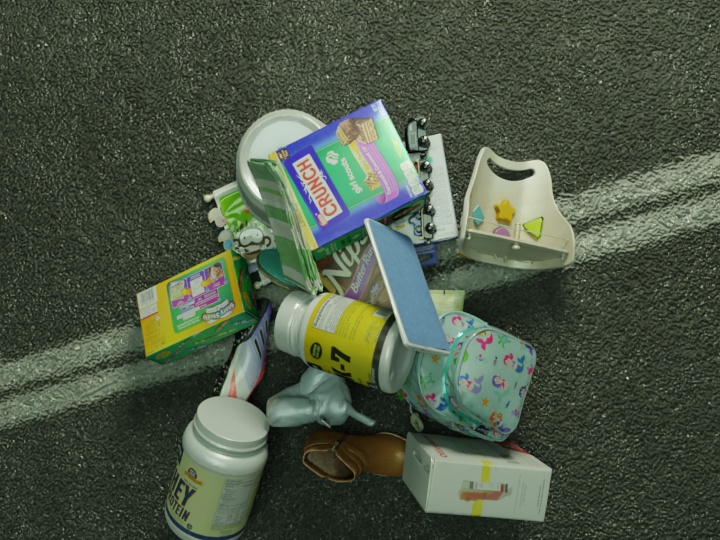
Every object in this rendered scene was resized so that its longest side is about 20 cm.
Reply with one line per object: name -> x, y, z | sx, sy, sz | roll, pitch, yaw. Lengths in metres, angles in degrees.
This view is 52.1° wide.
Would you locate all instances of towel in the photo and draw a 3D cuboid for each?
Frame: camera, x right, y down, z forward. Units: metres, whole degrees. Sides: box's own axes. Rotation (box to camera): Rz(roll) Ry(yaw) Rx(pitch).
towel -> -0.119, -0.069, 1.118 | 0.023, 0.152, 0.205 | -23, 107, -18

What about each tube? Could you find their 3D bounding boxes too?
tube -> 0.141, 0.135, 1.241 | 0.051, 0.057, 0.206 | -4, 86, 41

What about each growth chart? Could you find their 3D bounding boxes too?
growth chart -> -0.180, -0.072, 1.289 | 0.143, 0.018, 0.203 | -30, 85, 4

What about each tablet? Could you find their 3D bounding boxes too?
tablet -> 0.067, 0.025, 1.071 | 0.013, 0.129, 0.204 | -30, 63, 26

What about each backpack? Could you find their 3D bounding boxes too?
backpack -> 0.165, 0.159, 1.150 | 0.196, 0.150, 0.181 | 26, 75, -12

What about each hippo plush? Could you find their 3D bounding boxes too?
hippo plush -> -0.078, 0.168, 1.200 | 0.155, 0.200, 0.166 | 1, 81, -15

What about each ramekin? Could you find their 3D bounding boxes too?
ramekin -> -0.120, -0.173, 1.235 | 0.196, 0.094, 0.209 | 0, 84, 2

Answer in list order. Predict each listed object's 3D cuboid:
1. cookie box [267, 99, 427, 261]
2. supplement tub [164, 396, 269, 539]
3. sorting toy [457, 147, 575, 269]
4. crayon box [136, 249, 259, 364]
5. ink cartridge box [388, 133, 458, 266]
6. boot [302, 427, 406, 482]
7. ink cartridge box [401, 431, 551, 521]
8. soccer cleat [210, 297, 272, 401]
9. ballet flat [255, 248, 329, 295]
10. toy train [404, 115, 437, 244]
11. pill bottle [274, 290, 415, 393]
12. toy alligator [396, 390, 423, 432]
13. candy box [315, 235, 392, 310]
cookie box -> -0.020, -0.137, 1.135 | 0.196, 0.075, 0.174 | -26, 76, -2
supplement tub -> -0.232, 0.327, 1.207 | 0.142, 0.145, 0.205 | 20, 108, 6
sorting toy -> 0.245, -0.106, 1.207 | 0.194, 0.107, 0.185 | 11, 76, -13
crayon box -> -0.277, 0.063, 1.249 | 0.196, 0.058, 0.121 | -24, 64, 12
ink cartridge box -> 0.088, -0.109, 1.231 | 0.132, 0.076, 0.206 | -10, 87, 8
boot -> 0.002, 0.309, 1.197 | 0.194, 0.155, 0.076 | 7, 90, 6
ink cartridge box -> 0.176, 0.321, 1.157 | 0.194, 0.145, 0.086 | 9, 92, -13
soccer cleat -> -0.190, 0.148, 1.273 | 0.072, 0.068, 0.204 | 25, 85, -22
ballet flat -> -0.083, 0.016, 1.249 | 0.194, 0.071, 0.073 | 12, 91, -3
toy train -> 0.093, -0.143, 1.176 | 0.044, 0.034, 0.206 | -4, 89, 11
pill bottle -> -0.023, 0.100, 1.096 | 0.195, 0.114, 0.118 | 14, 91, 25
toy alligator -> 0.069, 0.169, 1.245 | 0.054, 0.059, 0.203 | -26, 86, -35
candy box -> 0.000, 0.000, 1.178 | 0.117, 0.056, 0.200 | -46, 77, 6
